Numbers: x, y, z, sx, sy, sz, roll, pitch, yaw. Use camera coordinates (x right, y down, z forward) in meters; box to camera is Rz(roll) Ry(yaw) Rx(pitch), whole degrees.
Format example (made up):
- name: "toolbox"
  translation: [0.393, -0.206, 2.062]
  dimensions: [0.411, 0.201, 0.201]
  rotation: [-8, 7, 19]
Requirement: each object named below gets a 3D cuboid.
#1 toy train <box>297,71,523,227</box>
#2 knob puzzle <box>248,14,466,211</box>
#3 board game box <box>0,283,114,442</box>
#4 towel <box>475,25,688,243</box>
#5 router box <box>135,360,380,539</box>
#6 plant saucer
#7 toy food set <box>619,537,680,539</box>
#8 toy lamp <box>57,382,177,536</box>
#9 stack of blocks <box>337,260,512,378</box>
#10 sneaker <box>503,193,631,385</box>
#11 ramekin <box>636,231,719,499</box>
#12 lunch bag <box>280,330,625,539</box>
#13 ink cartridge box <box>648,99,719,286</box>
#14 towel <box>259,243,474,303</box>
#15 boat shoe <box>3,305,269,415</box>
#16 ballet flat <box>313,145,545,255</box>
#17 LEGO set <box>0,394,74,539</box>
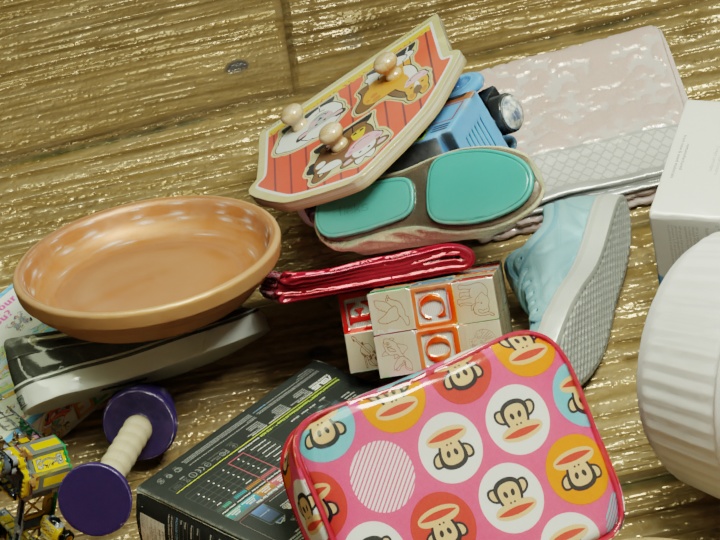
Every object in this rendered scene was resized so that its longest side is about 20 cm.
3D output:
- name: "toy train"
  translation: [0.032, -0.086, 1.784]
  dimensions: [0.199, 0.087, 0.114]
  rotation: [-15, 25, 35]
- name: "knob puzzle"
  translation: [-0.008, -0.116, 1.758]
  dimensions: [0.219, 0.031, 0.220]
  rotation: [-31, 25, 16]
- name: "board game box"
  translation: [-0.247, 0.066, 1.783]
  dimensions: [0.134, 0.034, 0.200]
  rotation: [29, 59, 37]
- name: "towel"
  translation: [0.166, -0.113, 1.851]
  dimensions: [0.199, 0.032, 0.192]
  rotation: [-14, 43, 1]
- name: "router box"
  translation: [-0.032, 0.151, 1.577]
  dimensions: [0.149, 0.062, 0.200]
  rotation: [21, 38, 33]
- name: "plant saucer"
  translation: [-0.154, 0.002, 1.699]
  dimensions: [0.199, 0.038, 0.200]
  rotation: [-8, 26, 4]
- name: "toy food set"
  translation: [0.182, 0.249, 1.459]
  dimensions: [0.199, 0.049, 0.198]
  rotation: [23, 55, 34]
- name: "toy lamp"
  translation: [-0.167, 0.126, 1.630]
  dimensions: [0.058, 0.059, 0.200]
  rotation: [-7, 13, 9]
- name: "stack of blocks"
  translation: [0.045, 0.035, 1.627]
  dimensions: [0.114, 0.059, 0.200]
  rotation: [-9, 2, 5]
- name: "sneaker"
  translation: [0.140, 0.020, 1.700]
  dimensions: [0.081, 0.074, 0.200]
  rotation: [-2, 35, 25]
- name: "ramekin"
  translation: [0.263, 0.063, 1.528]
  dimensions: [0.094, 0.203, 0.203]
  rotation: [10, 47, 40]
- name: "lunch bag"
  translation: [0.064, 0.148, 1.459]
  dimensions: [0.199, 0.082, 0.177]
  rotation: [-19, 80, -16]
- name: "ink cartridge box"
  translation: [0.321, -0.029, 1.648]
  dimensions: [0.199, 0.129, 0.126]
  rotation: [5, 46, 20]
- name: "towel"
  translation: [0.000, 0.000, 1.688]
  dimensions: [0.144, 0.023, 0.200]
  rotation: [-10, 2, -7]
- name: "boat shoe"
  translation: [-0.165, 0.049, 1.717]
  dimensions: [0.199, 0.071, 0.064]
  rotation: [-15, 80, -21]
- name: "ballet flat"
  translation: [0.058, -0.049, 1.691]
  dimensions: [0.199, 0.062, 0.068]
  rotation: [-6, 70, 34]
- name: "LEGO set"
  translation: [-0.302, 0.149, 1.624]
  dimensions: [0.115, 0.154, 0.200]
  rotation: [-15, 47, -40]
